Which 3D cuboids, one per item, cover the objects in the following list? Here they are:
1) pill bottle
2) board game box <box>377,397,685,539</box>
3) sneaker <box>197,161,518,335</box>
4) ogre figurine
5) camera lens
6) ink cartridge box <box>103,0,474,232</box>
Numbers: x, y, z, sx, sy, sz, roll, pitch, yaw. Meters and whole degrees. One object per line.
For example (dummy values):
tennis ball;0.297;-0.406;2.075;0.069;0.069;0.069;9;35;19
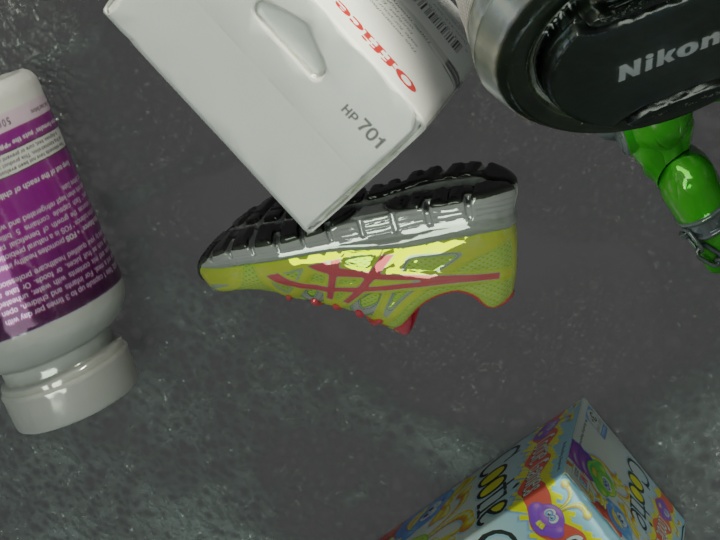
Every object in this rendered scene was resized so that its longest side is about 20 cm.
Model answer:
pill bottle;-0.209;-0.009;0.914;0.111;0.112;0.202;-17;104;20
board game box;0.083;0.186;0.912;0.199;0.105;0.103;-38;96;23
sneaker;0.000;0.000;0.883;0.198;0.078;0.091;-7;115;19
ogre figurine;0.204;-0.102;0.784;0.119;0.099;0.200;25;131;-15
camera lens;0.109;-0.177;0.686;0.159;0.160;0.202;-26;61;22
ink cartridge box;-0.023;-0.124;0.773;0.086;0.200;0.147;-40;96;24
